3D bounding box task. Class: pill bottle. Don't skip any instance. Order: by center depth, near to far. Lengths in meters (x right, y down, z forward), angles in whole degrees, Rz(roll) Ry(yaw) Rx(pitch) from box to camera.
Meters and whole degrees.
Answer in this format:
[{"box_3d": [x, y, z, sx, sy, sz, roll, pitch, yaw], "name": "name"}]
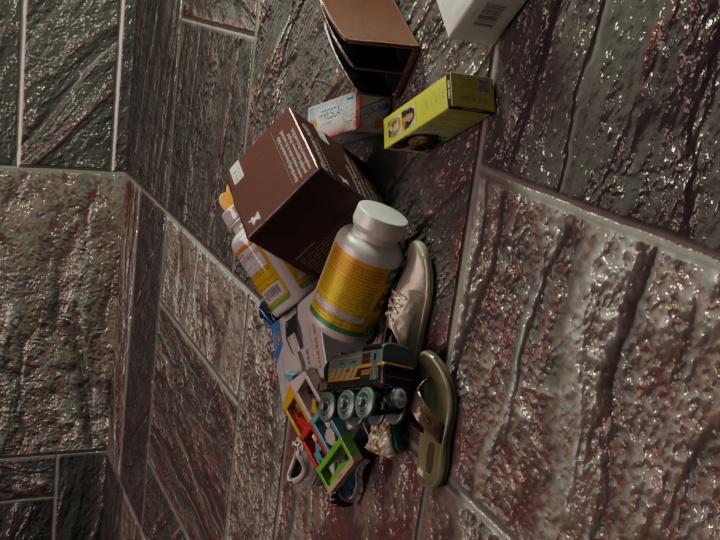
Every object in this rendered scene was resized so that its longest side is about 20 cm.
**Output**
[{"box_3d": [0.000, 0.000, 1.512, 0.113, 0.111, 0.203, 51, 124, 52], "name": "pill bottle"}, {"box_3d": [-0.155, -0.032, 1.697, 0.202, 0.110, 0.111, 57, 148, 2], "name": "pill bottle"}]

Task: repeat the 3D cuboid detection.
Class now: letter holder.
[{"box_3d": [-0.013, -0.382, 1.558, 0.101, 0.140, 0.202, -63, 37, 41], "name": "letter holder"}]

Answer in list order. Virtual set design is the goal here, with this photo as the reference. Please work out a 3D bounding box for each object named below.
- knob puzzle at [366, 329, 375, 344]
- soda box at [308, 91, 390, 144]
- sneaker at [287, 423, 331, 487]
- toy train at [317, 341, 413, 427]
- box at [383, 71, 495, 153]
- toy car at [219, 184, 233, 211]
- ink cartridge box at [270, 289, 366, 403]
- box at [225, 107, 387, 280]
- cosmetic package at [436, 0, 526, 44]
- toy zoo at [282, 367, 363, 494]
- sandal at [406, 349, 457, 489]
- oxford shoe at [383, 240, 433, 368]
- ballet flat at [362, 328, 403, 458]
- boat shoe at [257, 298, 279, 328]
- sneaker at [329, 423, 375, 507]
[{"box_3d": [-0.032, 0.133, 1.718, 0.219, 0.030, 0.225, 1, 91, 64], "name": "knob puzzle"}, {"box_3d": [-0.022, -0.256, 1.657, 0.199, 0.067, 0.065, 2, 91, 63], "name": "soda box"}, {"box_3d": [-0.087, 0.318, 1.780, 0.073, 0.070, 0.203, 52, 135, 51], "name": "sneaker"}, {"box_3d": [0.005, 0.172, 1.470, 0.199, 0.084, 0.116, -16, 63, 54], "name": "toy train"}, {"box_3d": [0.108, -0.220, 1.389, 0.199, 0.074, 0.051, 155, 115, -63], "name": "box"}, {"box_3d": [-0.168, -0.102, 1.807, 0.184, 0.196, 0.180, -45, 50, 55], "name": "toy car"}, {"box_3d": [-0.072, 0.131, 1.669, 0.200, 0.082, 0.148, -38, 57, 56], "name": "ink cartridge box"}, {"box_3d": [-0.082, -0.115, 1.576, 0.164, 0.199, 0.167, -41, 47, 17], "name": "box"}, {"box_3d": [0.148, -0.418, 1.302, 0.113, 0.080, 0.203, -49, 46, 53], "name": "cosmetic package"}, {"box_3d": [-0.072, 0.251, 1.602, 0.202, 0.020, 0.132, 59, 145, 21], "name": "toy zoo"}, {"box_3d": [0.098, 0.219, 1.420, 0.079, 0.056, 0.206, 9, 98, 63], "name": "sandal"}, {"box_3d": [0.068, 0.055, 1.484, 0.075, 0.057, 0.204, -147, 63, -64], "name": "oxford shoe"}, {"box_3d": [0.026, 0.195, 1.542, 0.063, 0.075, 0.204, -7, 81, 20], "name": "ballet flat"}, {"box_3d": [-0.153, 0.085, 1.903, 0.199, 0.083, 0.070, 155, 124, -64], "name": "boat shoe"}, {"box_3d": [-0.022, 0.303, 1.652, 0.087, 0.074, 0.202, -113, 34, -48], "name": "sneaker"}]
